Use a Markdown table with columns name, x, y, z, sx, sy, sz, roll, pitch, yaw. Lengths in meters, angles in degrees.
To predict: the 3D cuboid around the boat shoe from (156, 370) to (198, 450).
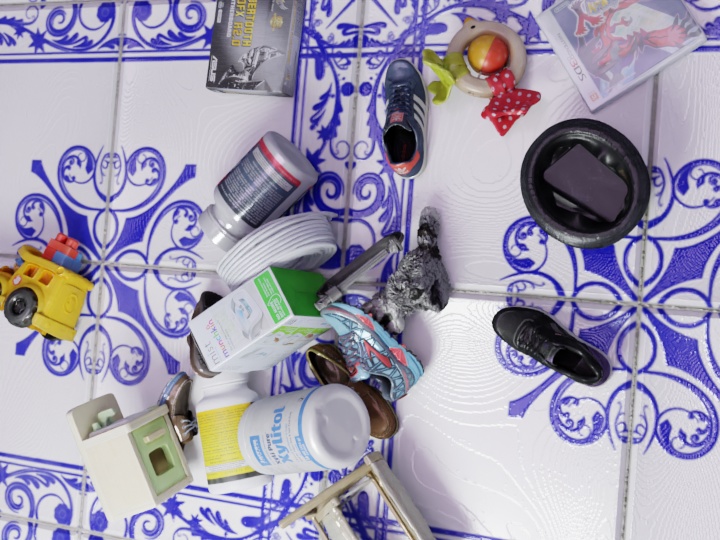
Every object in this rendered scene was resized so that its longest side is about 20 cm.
| name | x | y | z | sx | sy | sz | roll | pitch | yaw |
| --- | --- | --- | --- | --- | --- | --- | --- | --- | --- |
| boat shoe | -0.325 | 0.278 | 1.803 | 0.072 | 0.072 | 0.201 | 22 | 105 | 17 |

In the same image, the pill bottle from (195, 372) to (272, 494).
| name | x | y | z | sx | sy | sz | roll | pitch | yaw |
| --- | --- | --- | --- | --- | --- | --- | --- | --- | --- |
| pill bottle | -0.219 | 0.272 | 1.730 | 0.112 | 0.112 | 0.202 | -13 | 82 | 21 |

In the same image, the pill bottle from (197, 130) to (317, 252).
| name | x | y | z | sx | sy | sz | roll | pitch | yaw |
| --- | --- | --- | --- | --- | --- | --- | --- | --- | --- |
| pill bottle | -0.180 | -0.129 | 1.733 | 0.200 | 0.119 | 0.120 | -44 | 72 | 14 |

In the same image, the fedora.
| name | x | y | z | sx | sy | sz | roll | pitch | yaw |
| --- | --- | --- | --- | --- | --- | --- | --- | --- | --- |
| fedora | 0.341 | -0.127 | 1.528 | 0.199 | 0.091 | 0.202 | -1 | 86 | 23 |

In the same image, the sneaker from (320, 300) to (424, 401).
| name | x | y | z | sx | sy | sz | roll | pitch | yaw |
| --- | --- | --- | --- | --- | --- | --- | --- | --- | --- |
| sneaker | 0.007 | 0.130 | 1.614 | 0.200 | 0.079 | 0.096 | 40 | 70 | -5 |

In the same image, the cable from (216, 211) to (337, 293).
| name | x | y | z | sx | sy | sz | roll | pitch | yaw |
| --- | --- | --- | --- | --- | --- | --- | --- | --- | --- |
| cable | -0.135 | -0.023 | 1.664 | 0.199 | 0.200 | 0.070 | -33 | 78 | 22 |

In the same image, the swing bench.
| name | x | y | z | sx | sy | sz | roll | pitch | yaw |
| --- | --- | --- | --- | --- | --- | --- | --- | --- | --- |
| swing bench | 0.015 | 0.425 | 1.618 | 0.200 | 0.130 | 0.200 | -37 | 73 | 11 |

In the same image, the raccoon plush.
| name | x | y | z | sx | sy | sz | roll | pitch | yaw |
| --- | --- | --- | --- | --- | --- | --- | --- | --- | --- |
| raccoon plush | 0.073 | 0.007 | 1.659 | 0.133 | 0.097 | 0.201 | -13 | 53 | 35 |

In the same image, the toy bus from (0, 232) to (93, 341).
| name | x | y | z | sx | sy | sz | roll | pitch | yaw |
| --- | --- | --- | --- | --- | --- | --- | --- | --- | --- |
| toy bus | -0.606 | 0.017 | 1.907 | 0.199 | 0.136 | 0.193 | 19 | 81 | 25 |

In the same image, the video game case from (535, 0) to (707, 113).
| name | x | y | z | sx | sy | sz | roll | pitch | yaw |
| --- | --- | --- | --- | --- | --- | --- | --- | --- | --- |
| video game case | 0.396 | -0.371 | 1.557 | 0.199 | 0.023 | 0.183 | -32 | 76 | 18 |

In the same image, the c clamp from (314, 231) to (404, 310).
| name | x | y | z | sx | sy | sz | roll | pitch | yaw |
| --- | --- | --- | --- | --- | --- | --- | --- | --- | --- |
| c clamp | 0.000 | 0.000 | 1.615 | 0.200 | 0.171 | 0.027 | -40 | 99 | -14 |

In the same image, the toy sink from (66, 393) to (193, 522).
| name | x | y | z | sx | sy | sz | roll | pitch | yaw |
| --- | --- | --- | --- | --- | --- | --- | --- | --- | --- |
| toy sink | -0.387 | 0.300 | 1.722 | 0.111 | 0.130 | 0.201 | -22 | 89 | 22 |

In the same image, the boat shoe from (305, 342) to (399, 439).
| name | x | y | z | sx | sy | sz | roll | pitch | yaw |
| --- | --- | --- | --- | --- | --- | --- | --- | --- | --- |
| boat shoe | -0.021 | 0.204 | 1.674 | 0.200 | 0.068 | 0.072 | 44 | 102 | 18 |

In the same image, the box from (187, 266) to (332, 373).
| name | x | y | z | sx | sy | sz | roll | pitch | yaw |
| --- | --- | --- | --- | --- | --- | --- | --- | --- | --- |
| box | -0.149 | 0.085 | 1.665 | 0.176 | 0.200 | 0.097 | -33 | 75 | 18 |

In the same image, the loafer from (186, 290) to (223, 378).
| name | x | y | z | sx | sy | sz | roll | pitch | yaw |
| --- | --- | --- | --- | --- | --- | --- | --- | --- | --- |
| loafer | -0.261 | 0.121 | 1.744 | 0.073 | 0.201 | 0.071 | 26 | 120 | -19 |

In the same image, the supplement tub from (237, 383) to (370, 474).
| name | x | y | z | sx | sy | sz | roll | pitch | yaw |
| --- | --- | --- | --- | --- | --- | --- | --- | --- | --- |
| supplement tub | -0.092 | 0.258 | 1.632 | 0.199 | 0.131 | 0.133 | -19 | 79 | 46 |

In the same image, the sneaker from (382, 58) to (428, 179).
| name | x | y | z | sx | sy | sz | roll | pitch | yaw |
| --- | --- | --- | --- | --- | --- | --- | --- | --- | --- |
| sneaker | 0.068 | -0.253 | 1.654 | 0.074 | 0.084 | 0.202 | -10 | 83 | 22 |

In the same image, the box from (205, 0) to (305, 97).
| name | x | y | z | sx | sy | sz | roll | pitch | yaw |
| --- | --- | --- | --- | --- | --- | --- | --- | --- | --- |
| box | -0.184 | -0.411 | 1.789 | 0.157 | 0.048 | 0.202 | 8 | 91 | 23 |

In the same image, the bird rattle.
| name | x | y | z | sx | sy | sz | roll | pitch | yaw |
| --- | --- | --- | --- | --- | --- | --- | --- | --- | --- |
| bird rattle | 0.197 | -0.319 | 1.601 | 0.199 | 0.113 | 0.164 | 20 | 79 | 19 |

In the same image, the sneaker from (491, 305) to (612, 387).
| name | x | y | z | sx | sy | sz | roll | pitch | yaw |
| --- | --- | --- | --- | --- | --- | --- | --- | --- | --- |
| sneaker | 0.286 | 0.110 | 1.540 | 0.199 | 0.087 | 0.076 | 27 | 98 | 22 |
